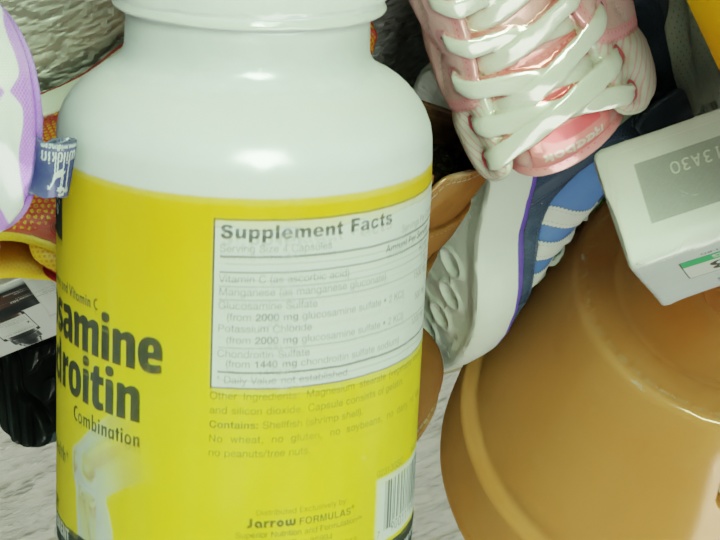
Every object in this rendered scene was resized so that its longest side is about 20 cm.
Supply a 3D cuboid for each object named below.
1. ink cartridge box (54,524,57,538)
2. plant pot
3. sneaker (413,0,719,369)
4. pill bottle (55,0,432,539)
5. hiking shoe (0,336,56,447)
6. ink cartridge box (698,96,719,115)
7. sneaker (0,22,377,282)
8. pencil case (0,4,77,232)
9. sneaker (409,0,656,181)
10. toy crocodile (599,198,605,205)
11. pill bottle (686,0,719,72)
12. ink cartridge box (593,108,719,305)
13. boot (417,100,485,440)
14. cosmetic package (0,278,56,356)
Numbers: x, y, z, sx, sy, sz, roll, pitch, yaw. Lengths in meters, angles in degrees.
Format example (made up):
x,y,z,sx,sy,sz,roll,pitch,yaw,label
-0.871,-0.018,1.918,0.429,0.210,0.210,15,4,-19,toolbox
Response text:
x,y,z,sx,sy,sz,roll,pitch,yaw,label
-0.067,0.087,0.989,0.116,0.067,0.200,-26,-156,13,ink cartridge box
0.144,0.050,0.949,0.200,0.200,0.140,-16,146,-22,plant pot
0.087,-0.047,0.880,0.146,0.081,0.200,-27,155,-21,sneaker
-0.036,-0.004,0.653,0.112,0.200,0.112,2,-163,-1,pill bottle
-0.074,0.011,0.951,0.200,0.074,0.087,-23,179,28,hiking shoe
0.257,-0.082,1.038,0.200,0.084,0.145,-22,164,0,ink cartridge box
-0.082,-0.033,0.746,0.200,0.077,0.073,-26,164,-1,sneaker
-0.183,-0.034,0.582,0.200,0.084,0.086,-7,129,-33,pencil case
0.050,-0.091,0.684,0.075,0.105,0.200,-22,164,6,sneaker
0.048,-0.027,1.002,0.200,0.062,0.067,-3,155,-41,toy crocodile
0.137,-0.100,0.585,0.111,0.200,0.111,-21,165,-6,pill bottle
0.181,-0.026,0.781,0.161,0.050,0.200,-19,163,13,ink cartridge box
0.000,0.000,0.801,0.200,0.077,0.155,4,130,-50,boot
-0.090,-0.021,0.829,0.200,0.051,0.083,-22,166,1,cosmetic package
